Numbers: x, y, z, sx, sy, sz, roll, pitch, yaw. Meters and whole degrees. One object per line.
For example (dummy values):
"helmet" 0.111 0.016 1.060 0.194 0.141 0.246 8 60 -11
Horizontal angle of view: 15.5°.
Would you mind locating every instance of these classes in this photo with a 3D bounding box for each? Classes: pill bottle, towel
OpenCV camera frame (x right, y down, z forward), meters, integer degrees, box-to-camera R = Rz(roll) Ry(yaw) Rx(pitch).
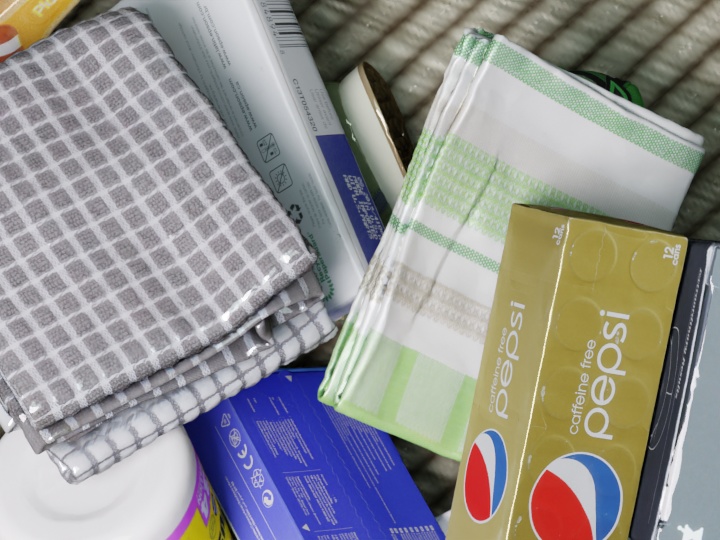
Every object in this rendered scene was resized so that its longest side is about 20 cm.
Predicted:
"pill bottle" -0.112 0.152 1.317 0.104 0.200 0.105 -7 52 8
"towel" -0.127 -0.018 1.251 0.165 0.086 0.200 -28 63 -20
"towel" 0.079 -0.001 1.296 0.149 0.031 0.201 24 85 -23

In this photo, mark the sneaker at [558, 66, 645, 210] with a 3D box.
"sneaker" 0.114 -0.006 1.358 0.085 0.078 0.201 0 91 3

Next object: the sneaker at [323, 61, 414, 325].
"sneaker" 0.000 0.000 1.378 0.090 0.067 0.201 -20 89 13

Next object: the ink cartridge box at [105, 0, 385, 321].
"ink cartridge box" -0.093 -0.041 1.365 0.200 0.043 0.197 -29 79 35

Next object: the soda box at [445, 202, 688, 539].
"soda box" 0.095 0.072 1.267 0.067 0.064 0.201 9 93 -24

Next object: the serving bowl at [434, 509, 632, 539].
"serving bowl" 0.090 0.217 1.355 0.199 0.066 0.201 -3 83 25

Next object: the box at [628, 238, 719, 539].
"box" 0.193 0.066 1.286 0.107 0.200 0.149 12 92 0

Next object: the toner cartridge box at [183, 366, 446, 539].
"toner cartridge box" -0.006 0.138 1.318 0.043 0.095 0.200 -52 53 33

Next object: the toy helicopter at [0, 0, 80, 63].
"toy helicopter" -0.184 -0.127 1.327 0.200 0.079 0.132 -43 129 14
